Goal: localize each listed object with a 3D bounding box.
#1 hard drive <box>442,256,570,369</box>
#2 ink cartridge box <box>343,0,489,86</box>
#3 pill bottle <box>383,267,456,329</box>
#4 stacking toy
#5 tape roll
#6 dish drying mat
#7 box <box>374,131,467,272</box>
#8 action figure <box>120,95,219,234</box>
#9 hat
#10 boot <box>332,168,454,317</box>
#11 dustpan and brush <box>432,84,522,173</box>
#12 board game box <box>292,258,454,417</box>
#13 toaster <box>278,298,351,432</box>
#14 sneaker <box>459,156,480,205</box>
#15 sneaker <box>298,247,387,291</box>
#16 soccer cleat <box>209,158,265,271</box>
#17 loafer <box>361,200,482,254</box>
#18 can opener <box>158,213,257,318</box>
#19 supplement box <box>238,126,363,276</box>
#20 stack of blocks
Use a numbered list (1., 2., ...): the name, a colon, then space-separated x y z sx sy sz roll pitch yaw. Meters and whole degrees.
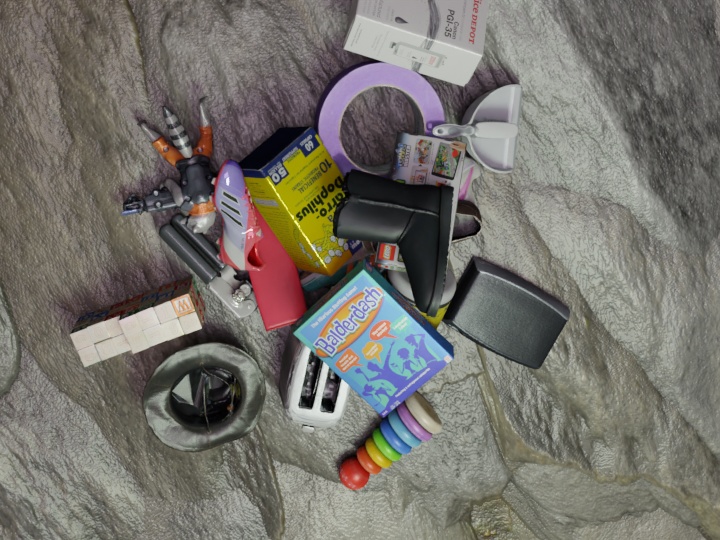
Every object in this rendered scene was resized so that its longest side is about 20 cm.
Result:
1. hard drive: 0.247 0.078 1.599 0.198 0.042 0.136 28 99 -13
2. ink cartridge box: 0.086 -0.380 1.411 0.197 0.083 0.148 15 63 -10
3. pill bottle: 0.069 0.076 1.515 0.111 0.113 0.201 15 128 -10
4. stacking toy: 0.042 0.299 1.613 0.200 0.085 0.085 -43 105 9
5. tape roll: 0.028 -0.223 1.476 0.197 0.085 0.203 -2 104 -7
6. dish drying mat: -0.143 -0.010 1.514 0.076 0.018 0.203 -15 87 -5
7. box: 0.089 -0.098 1.404 0.109 0.035 0.203 10 80 4
8. action figure: -0.282 -0.145 1.447 0.198 0.105 0.196 -20 93 -8
9. hat: -0.256 0.194 1.549 0.198 0.081 0.203 -5 108 -14
10. boot: 0.041 -0.040 1.337 0.166 0.077 0.203 7 73 0
11. dustpan and brush: 0.183 -0.219 1.473 0.198 0.057 0.142 -4 106 -28
12. board game box: 0.020 0.104 1.428 0.152 0.045 0.200 -42 105 18
13. toaster: -0.066 0.157 1.536 0.112 0.129 0.203 12 102 -11
14. sneaker: 0.142 -0.096 1.523 0.087 0.081 0.202 10 108 -14
15. sneaker: 0.000 0.000 1.534 0.198 0.071 0.081 -24 104 -1
16. soccer cleat: -0.179 -0.081 1.427 0.076 0.067 0.202 17 134 12
17. loafer: 0.098 -0.067 1.443 0.197 0.071 0.074 -14 107 -12
18. can opener: -0.241 -0.001 1.510 0.200 0.066 0.053 48 58 -9
19. supplement box: -0.084 -0.106 1.448 0.109 0.109 0.201 -43 116 -20
20. stack of blocks: -0.348 0.082 1.489 0.198 0.115 0.059 -20 106 -1
